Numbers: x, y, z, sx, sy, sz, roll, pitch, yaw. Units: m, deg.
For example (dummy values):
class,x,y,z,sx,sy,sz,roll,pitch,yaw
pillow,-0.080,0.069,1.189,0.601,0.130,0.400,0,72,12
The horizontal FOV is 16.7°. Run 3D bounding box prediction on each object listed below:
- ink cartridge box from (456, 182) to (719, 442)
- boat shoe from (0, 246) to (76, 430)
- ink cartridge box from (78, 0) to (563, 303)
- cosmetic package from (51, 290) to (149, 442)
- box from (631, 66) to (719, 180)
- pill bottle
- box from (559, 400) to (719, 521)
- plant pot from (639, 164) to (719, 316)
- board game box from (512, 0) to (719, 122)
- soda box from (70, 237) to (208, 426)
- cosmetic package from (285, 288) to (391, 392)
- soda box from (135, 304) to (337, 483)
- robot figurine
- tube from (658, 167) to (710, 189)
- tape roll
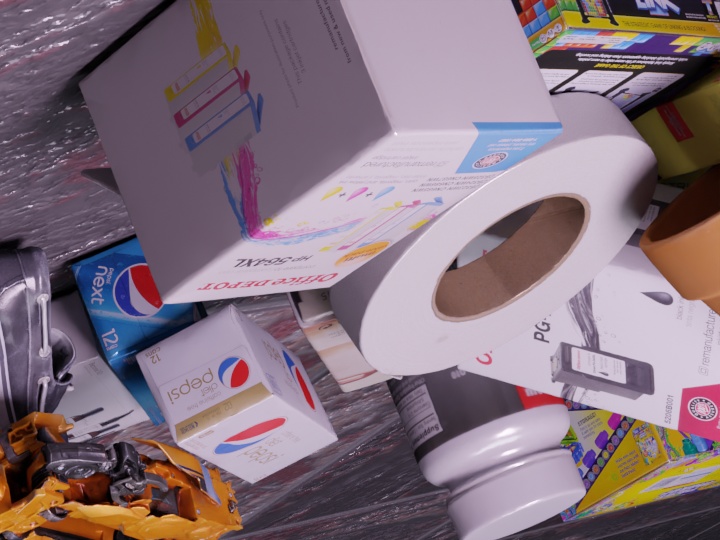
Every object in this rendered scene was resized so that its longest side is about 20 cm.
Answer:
class,x,y,z,sx,sy,sz,roll,pitch,yaw
ink cartridge box,0.163,0.016,1.548,0.199,0.084,0.145,14,141,14
boat shoe,-0.200,0.060,1.445,0.068,0.072,0.200,-17,138,-15
ink cartridge box,-0.029,-0.074,1.189,0.128,0.126,0.200,-5,157,-48
cosmetic package,-0.196,0.072,1.603,0.082,0.051,0.200,-23,165,-1
box,0.220,-0.101,1.449,0.075,0.050,0.200,-36,-175,-10
pill bottle,0.080,0.083,1.728,0.114,0.201,0.114,-20,165,-6
box,0.225,0.072,1.907,0.200,0.193,0.122,-5,158,-44
plant pot,0.277,-0.018,1.380,0.200,0.140,0.200,-36,-176,3
board game box,0.101,-0.115,1.359,0.165,0.057,0.200,-30,164,35
soda box,-0.127,0.039,1.548,0.064,0.068,0.200,-23,165,-3
cosmetic package,0.000,0.000,1.529,0.087,0.104,0.200,-20,163,2
soda box,-0.073,0.080,1.518,0.068,0.064,0.200,-28,164,4
robot figurine,-0.166,0.136,1.434,0.145,0.058,0.200,-28,150,21
tube,0.214,-0.060,1.567,0.199,0.058,0.052,-1,-149,30
tape roll,0.075,-0.018,1.378,0.202,0.037,0.203,-27,154,-15
